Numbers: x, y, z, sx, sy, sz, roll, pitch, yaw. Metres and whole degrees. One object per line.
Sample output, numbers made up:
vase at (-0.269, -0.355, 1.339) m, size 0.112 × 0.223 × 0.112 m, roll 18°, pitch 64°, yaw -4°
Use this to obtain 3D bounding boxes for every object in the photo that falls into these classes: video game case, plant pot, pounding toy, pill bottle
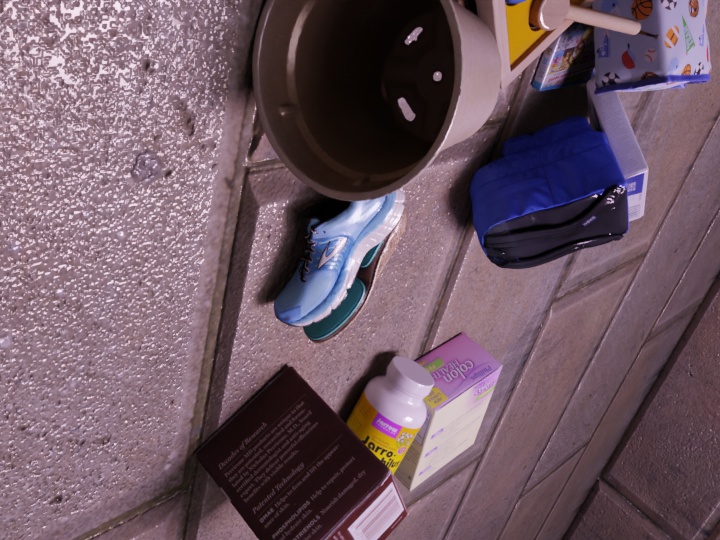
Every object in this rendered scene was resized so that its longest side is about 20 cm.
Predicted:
video game case at (0.304, -0.342, 1.004) m, size 0.142 × 0.018 × 0.203 m, roll -20°, pitch 136°, yaw -43°
plant pot at (0.035, -0.175, 0.676) m, size 0.182 × 0.199 × 0.204 m, roll -21°, pitch 139°, yaw -57°
pounding toy at (0.178, -0.292, 0.766) m, size 0.184 × 0.142 × 0.201 m, roll -43°, pitch 148°, yaw -13°
pill bottle at (0.034, 0.234, 1.147) m, size 0.103 × 0.104 × 0.203 m, roll 4°, pitch 118°, yaw -54°

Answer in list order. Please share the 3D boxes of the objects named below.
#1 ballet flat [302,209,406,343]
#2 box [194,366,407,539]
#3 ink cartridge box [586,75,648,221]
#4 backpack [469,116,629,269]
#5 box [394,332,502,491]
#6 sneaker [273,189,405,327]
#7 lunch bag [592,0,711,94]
ballet flat at (0.000, 0.000, 0.904) m, size 0.202 × 0.070 × 0.065 m, roll -57°, pitch 159°, yaw 14°
box at (-0.069, 0.270, 0.955) m, size 0.164 × 0.199 × 0.167 m, roll -41°, pitch 147°, yaw -15°
ink cartridge box at (0.355, -0.191, 1.077) m, size 0.040 × 0.204 × 0.199 m, roll -17°, pitch 161°, yaw 14°
backpack at (0.248, -0.099, 1.041) m, size 0.196 × 0.171 × 0.163 m, roll -21°, pitch 146°, yaw 12°
box at (0.129, 0.238, 1.286) m, size 0.174 × 0.096 × 0.203 m, roll -24°, pitch 140°, yaw -37°
sneaker at (-0.042, -0.032, 0.829) m, size 0.089 × 0.079 × 0.202 m, roll 28°, pitch 103°, yaw -34°
lunch bag at (0.372, -0.312, 0.943) m, size 0.197 × 0.122 × 0.174 m, roll -16°, pitch 104°, yaw -40°
